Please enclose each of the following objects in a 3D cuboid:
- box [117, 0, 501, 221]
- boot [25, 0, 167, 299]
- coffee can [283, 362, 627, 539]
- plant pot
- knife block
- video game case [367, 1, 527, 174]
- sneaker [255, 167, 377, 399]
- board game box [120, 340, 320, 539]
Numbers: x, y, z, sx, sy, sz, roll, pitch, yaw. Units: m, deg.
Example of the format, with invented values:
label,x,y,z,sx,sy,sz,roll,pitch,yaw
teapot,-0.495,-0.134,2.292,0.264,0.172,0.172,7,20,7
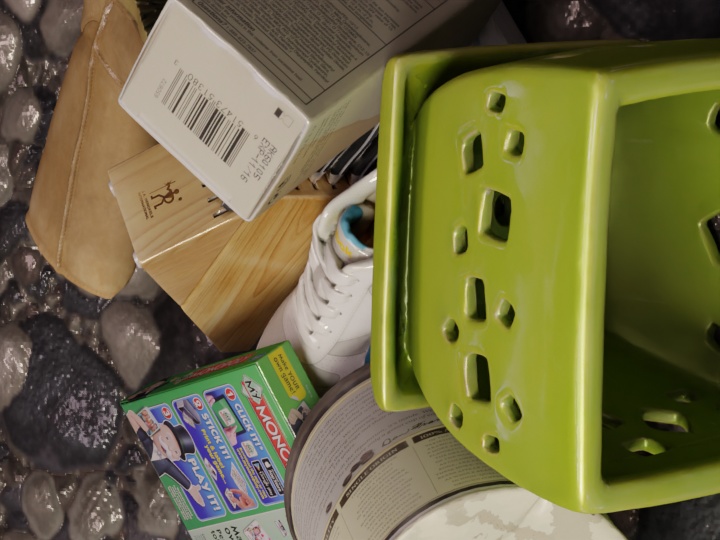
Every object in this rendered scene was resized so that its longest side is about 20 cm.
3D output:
label,x,y,z,sx,sy,sz,roll,pitch,yaw
box,-0.016,-0.118,1.346,0.095,0.200,0.078,43,134,9
boot,-0.126,-0.069,1.584,0.175,0.066,0.201,54,137,44
coffee can,0.048,0.139,1.340,0.200,0.145,0.148,-121,36,-71
plant pot,0.113,-0.014,1.288,0.181,0.198,0.202,16,108,48
knife block,-0.037,-0.047,1.484,0.175,0.200,0.064,-24,63,6
video game case,-0.006,-0.120,1.505,0.200,0.023,0.183,-45,65,39
sneaker,0.000,0.000,1.455,0.200,0.080,0.077,-46,52,27
board game box,-0.041,0.143,1.504,0.134,0.029,0.201,-18,102,49
